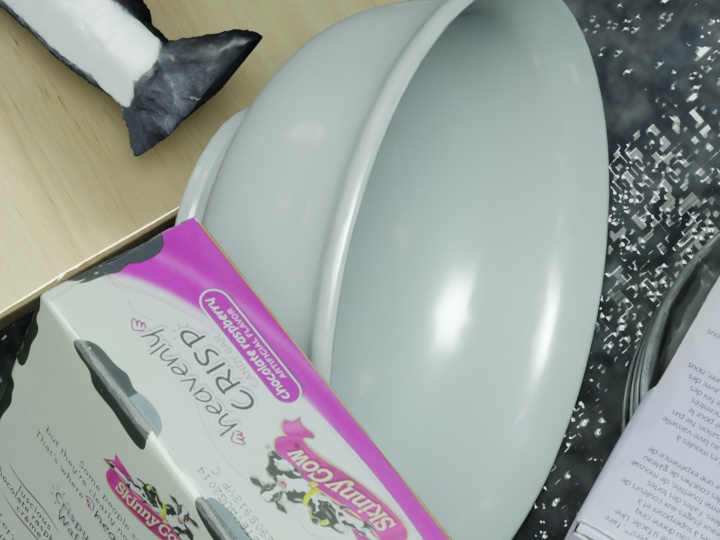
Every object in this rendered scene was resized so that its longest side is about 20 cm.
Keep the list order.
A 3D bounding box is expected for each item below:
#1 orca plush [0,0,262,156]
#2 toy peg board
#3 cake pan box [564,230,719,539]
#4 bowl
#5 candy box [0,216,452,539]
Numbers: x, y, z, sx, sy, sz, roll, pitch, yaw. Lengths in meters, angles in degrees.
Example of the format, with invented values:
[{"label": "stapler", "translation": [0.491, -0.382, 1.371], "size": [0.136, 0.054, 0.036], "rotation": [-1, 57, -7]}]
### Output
[{"label": "orca plush", "translation": [-0.105, -0.139, 0.980], "size": [0.200, 0.105, 0.071], "rotation": [40, 51, 9]}, {"label": "toy peg board", "translation": [-0.109, -0.099, 1.064], "size": [0.199, 0.098, 0.201], "rotation": [-31, 82, -6]}, {"label": "cake pan box", "translation": [0.178, 0.057, 0.901], "size": [0.199, 0.052, 0.185], "rotation": [28, 63, 5]}, {"label": "bowl", "translation": [0.000, 0.000, 0.958], "size": [0.090, 0.201, 0.202], "rotation": [11, 83, 26]}, {"label": "candy box", "translation": [-0.056, 0.097, 0.900], "size": [0.061, 0.200, 0.137], "rotation": [-28, 71, -32]}]
